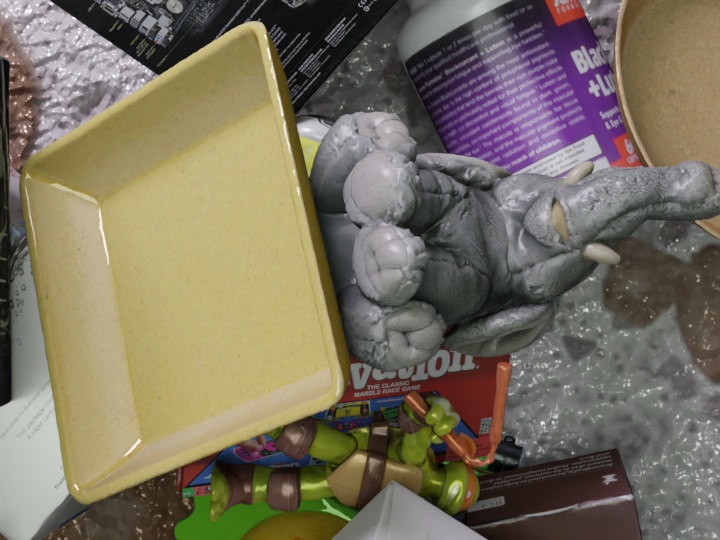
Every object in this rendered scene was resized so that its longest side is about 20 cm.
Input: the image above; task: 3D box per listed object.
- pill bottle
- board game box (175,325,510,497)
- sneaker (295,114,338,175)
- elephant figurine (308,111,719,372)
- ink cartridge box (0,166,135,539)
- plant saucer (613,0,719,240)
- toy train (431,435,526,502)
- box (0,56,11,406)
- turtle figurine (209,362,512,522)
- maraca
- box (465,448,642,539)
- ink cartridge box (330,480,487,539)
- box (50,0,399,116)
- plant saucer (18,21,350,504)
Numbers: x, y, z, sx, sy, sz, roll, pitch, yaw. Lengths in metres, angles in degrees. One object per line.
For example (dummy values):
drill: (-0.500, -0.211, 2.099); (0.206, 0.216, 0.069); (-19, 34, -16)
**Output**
pill bottle: (0.090, -0.118, 0.903); (0.111, 0.111, 0.200); (-26, 91, 6)
board game box: (-0.008, 0.075, 0.884); (0.200, 0.019, 0.103); (-5, 120, -20)
sneaker: (0.000, 0.000, 0.893); (0.075, 0.076, 0.200); (0, 127, 38)
elephant figurine: (0.069, -0.010, 0.808); (0.200, 0.155, 0.142); (-3, 115, -31)
ink cartridge box: (-0.215, 0.042, 0.922); (0.200, 0.147, 0.145); (41, 94, 3)
plant saucer: (0.220, -0.099, 0.889); (0.200, 0.035, 0.201); (9, 72, -28)
toy train: (0.015, 0.107, 0.958); (0.200, 0.042, 0.056); (19, 76, 0)
box: (-0.258, -0.019, 0.750); (0.124, 0.200, 0.197); (-1, 91, 3)
turtle figurine: (0.002, 0.104, 0.836); (0.161, 0.064, 0.200); (11, 132, -5)
maraca: (-0.033, 0.197, 0.934); (0.137, 0.107, 0.200); (-32, 89, 13)
box: (0.131, 0.219, 0.917); (0.100, 0.075, 0.200); (-11, 108, 6)
ink cartridge box: (0.049, 0.226, 0.820); (0.200, 0.084, 0.146); (35, 122, -13)
box: (-0.054, -0.195, 0.817); (0.164, 0.086, 0.200); (33, 119, -22)
plant saucer: (-0.087, 0.002, 0.786); (0.200, 0.048, 0.200); (-24, 70, 35)
